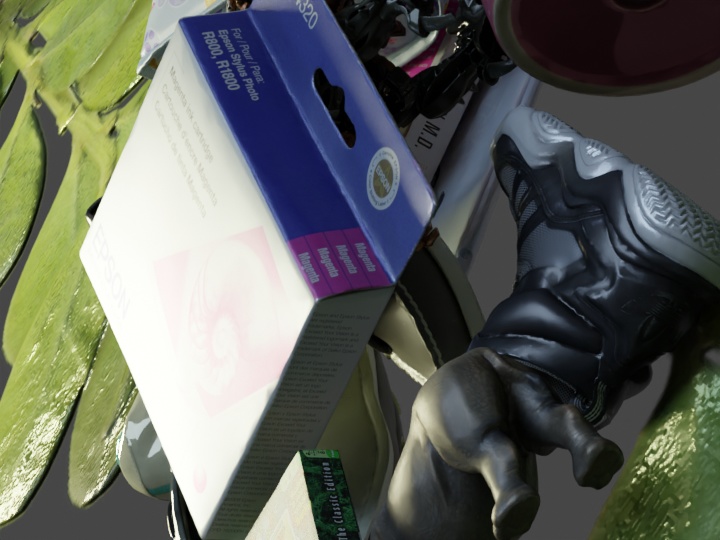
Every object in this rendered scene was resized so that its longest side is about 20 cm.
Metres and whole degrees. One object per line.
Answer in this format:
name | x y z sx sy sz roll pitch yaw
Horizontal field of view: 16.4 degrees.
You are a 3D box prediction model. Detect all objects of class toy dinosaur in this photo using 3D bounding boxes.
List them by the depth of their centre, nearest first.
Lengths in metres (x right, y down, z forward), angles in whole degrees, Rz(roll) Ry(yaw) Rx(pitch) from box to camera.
toy dinosaur | 0.001 -0.086 1.159 0.136 0.102 0.200 -41 67 19

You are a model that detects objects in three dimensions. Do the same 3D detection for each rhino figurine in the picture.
rhino figurine | 0.035 0.118 1.013 0.087 0.060 0.200 54 135 40

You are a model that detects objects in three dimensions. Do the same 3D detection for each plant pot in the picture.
plant pot | 0.114 -0.187 1.130 0.200 0.200 0.179 -39 43 41

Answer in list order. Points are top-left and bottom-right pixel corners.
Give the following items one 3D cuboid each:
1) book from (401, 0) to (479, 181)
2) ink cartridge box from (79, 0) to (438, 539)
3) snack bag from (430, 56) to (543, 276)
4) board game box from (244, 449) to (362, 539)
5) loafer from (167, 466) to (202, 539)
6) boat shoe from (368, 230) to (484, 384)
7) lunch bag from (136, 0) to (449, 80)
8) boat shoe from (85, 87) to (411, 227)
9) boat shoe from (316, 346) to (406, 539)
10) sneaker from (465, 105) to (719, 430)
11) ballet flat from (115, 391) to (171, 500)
book | 0.030 -0.121 1.347 0.200 0.048 0.134 -64 23 -8
ink cartridge box | -0.053 -0.017 1.117 0.200 0.043 0.197 -65 36 33
snack bag | 0.033 -0.041 1.323 0.200 0.021 0.189 -19 45 61
board game box | -0.043 0.177 1.075 0.200 0.023 0.105 -60 37 42
loafer | -0.058 0.074 1.264 0.068 0.070 0.201 -3 55 15
boat shoe | 0.000 0.003 1.172 0.060 0.072 0.202 -19 36 -16
lunch bag | -0.019 -0.192 1.321 0.200 0.127 0.170 -25 48 46
boat shoe | -0.061 -0.050 1.304 0.200 0.065 0.073 -32 34 26
boat shoe | -0.011 0.094 1.179 0.072 0.060 0.202 -18 34 12
sneaker | 0.082 0.001 1.071 0.114 0.075 0.200 -55 23 2
ballet flat | -0.069 0.033 1.363 0.069 0.069 0.200 -16 52 61
